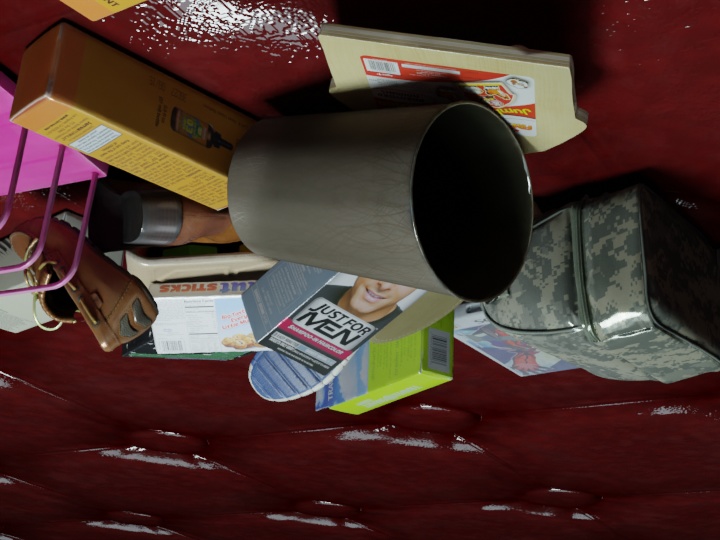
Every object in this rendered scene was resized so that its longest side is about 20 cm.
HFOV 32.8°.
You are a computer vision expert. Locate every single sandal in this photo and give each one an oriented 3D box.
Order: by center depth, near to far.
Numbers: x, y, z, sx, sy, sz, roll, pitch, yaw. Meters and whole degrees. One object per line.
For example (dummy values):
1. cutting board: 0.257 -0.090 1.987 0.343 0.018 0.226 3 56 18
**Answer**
1. sandal: 0.080 -0.016 1.155 0.211 0.070 0.077 -39 149 28

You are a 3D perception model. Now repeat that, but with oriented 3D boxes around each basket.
1. basket: 0.007 -0.057 0.938 0.198 0.138 0.180 7 167 37

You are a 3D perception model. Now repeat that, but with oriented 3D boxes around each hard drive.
1. hard drive: -0.186 0.074 1.385 0.137 0.039 0.200 4 169 -20

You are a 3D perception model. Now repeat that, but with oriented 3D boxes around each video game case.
1. video game case: 0.207 0.071 1.375 0.180 0.023 0.199 -13 152 36

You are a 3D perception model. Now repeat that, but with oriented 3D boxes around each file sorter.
1. file sorter: -0.328 -0.074 0.996 0.137 0.127 0.200 -7 151 26

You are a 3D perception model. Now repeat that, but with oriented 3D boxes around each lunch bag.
1. lunch bag: 0.218 0.024 1.101 0.166 0.142 0.199 -19 153 33

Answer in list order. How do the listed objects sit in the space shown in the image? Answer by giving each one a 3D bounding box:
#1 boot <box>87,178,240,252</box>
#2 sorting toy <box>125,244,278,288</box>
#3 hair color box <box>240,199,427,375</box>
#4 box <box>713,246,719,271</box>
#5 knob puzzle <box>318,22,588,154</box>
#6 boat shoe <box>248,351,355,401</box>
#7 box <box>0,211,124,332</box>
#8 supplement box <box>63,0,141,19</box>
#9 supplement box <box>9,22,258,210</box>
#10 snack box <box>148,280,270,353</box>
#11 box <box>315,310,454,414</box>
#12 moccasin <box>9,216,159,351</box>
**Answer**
1. boot: -0.140 -0.052 1.124 0.197 0.070 0.187 0 176 -32
2. sorting toy: -0.132 0.003 1.223 0.196 0.037 0.185 1 166 -9
3. hair color box: 0.000 0.000 1.089 0.199 0.061 0.099 -41 138 19
4. box: 0.340 0.036 1.233 0.198 0.049 0.158 -13 152 37
5. knob puzzle: 0.073 -0.132 0.909 0.216 0.031 0.220 11 166 3
6. boat shoe: -0.028 0.063 1.256 0.199 0.073 0.072 -35 -174 17
7. box: -0.334 0.005 1.274 0.198 0.070 0.082 -17 150 40
8. supplement box: -0.104 -0.211 0.699 0.198 0.070 0.066 -14 153 33
9. supplement box: -0.168 -0.115 0.960 0.198 0.068 0.068 23 151 -35
10. snack box: -0.104 0.045 1.186 0.196 0.024 0.073 -2 127 2
11. box: 0.024 0.077 1.298 0.047 0.124 0.199 16 155 -29
12. moccasin: -0.256 0.014 1.074 0.200 0.078 0.074 34 157 37
